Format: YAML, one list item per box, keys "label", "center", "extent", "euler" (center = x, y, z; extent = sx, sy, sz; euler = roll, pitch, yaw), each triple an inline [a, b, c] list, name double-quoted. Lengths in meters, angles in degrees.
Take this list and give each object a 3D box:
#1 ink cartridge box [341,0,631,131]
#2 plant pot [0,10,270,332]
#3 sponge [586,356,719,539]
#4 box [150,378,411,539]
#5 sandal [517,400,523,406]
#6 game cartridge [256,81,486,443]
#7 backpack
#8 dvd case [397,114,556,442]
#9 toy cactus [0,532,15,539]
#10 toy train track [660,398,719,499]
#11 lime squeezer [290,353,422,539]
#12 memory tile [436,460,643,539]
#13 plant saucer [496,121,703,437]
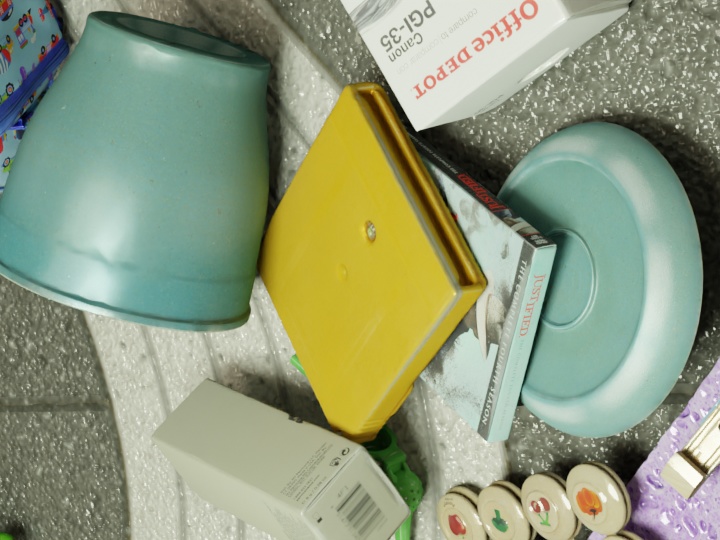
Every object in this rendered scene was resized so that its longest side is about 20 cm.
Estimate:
- label: "ink cartridge box"
  center: [0.055, -0.211, 1.141]
  extent: [0.147, 0.083, 0.200]
  euler: [-35, 82, 40]
- label: "plant pot"
  center: [-0.150, -0.079, 1.294]
  extent: [0.200, 0.200, 0.188]
  euler: [24, 103, 31]
- label: "sponge"
  center: [0.231, 0.152, 1.162]
  extent: [0.112, 0.030, 0.200]
  euler: [43, 127, 20]
- label: "box"
  center: [-0.061, 0.148, 1.321]
  extent: [0.200, 0.068, 0.082]
  euler: [19, 150, 49]
- label: "sandal"
  center: [0.133, 0.061, 1.204]
  extent: [0.200, 0.045, 0.075]
  euler: [-6, 85, 54]
- label: "game cartridge"
  center: [0.000, 0.000, 1.247]
  extent: [0.176, 0.032, 0.200]
  euler: [64, 145, 25]
- label: "backpack"
  center: [-0.306, -0.141, 1.400]
  extent: [0.134, 0.183, 0.200]
  euler: [-2, 119, 22]
- label: "dvd case"
  center: [0.053, 0.001, 1.212]
  extent: [0.200, 0.022, 0.146]
  euler: [43, 130, 46]
- label: "toy cactus"
  center: [-0.362, 0.272, 1.651]
  extent: [0.165, 0.102, 0.200]
  euler: [-22, 100, 51]
- label: "toy train track"
  center: [0.245, 0.059, 1.084]
  extent: [0.115, 0.033, 0.200]
  euler: [44, 113, 21]
- label: "lime squeezer"
  center: [0.012, 0.144, 1.340]
  extent: [0.200, 0.038, 0.071]
  euler: [64, 162, 1]
- label: "memory tile"
  center: [0.134, 0.211, 1.240]
  extent: [0.200, 0.017, 0.153]
  euler: [-22, 91, 54]
- label: "plant saucer"
  center: [0.134, 0.006, 1.143]
  extent: [0.200, 0.027, 0.200]
  euler: [-2, 87, 55]
